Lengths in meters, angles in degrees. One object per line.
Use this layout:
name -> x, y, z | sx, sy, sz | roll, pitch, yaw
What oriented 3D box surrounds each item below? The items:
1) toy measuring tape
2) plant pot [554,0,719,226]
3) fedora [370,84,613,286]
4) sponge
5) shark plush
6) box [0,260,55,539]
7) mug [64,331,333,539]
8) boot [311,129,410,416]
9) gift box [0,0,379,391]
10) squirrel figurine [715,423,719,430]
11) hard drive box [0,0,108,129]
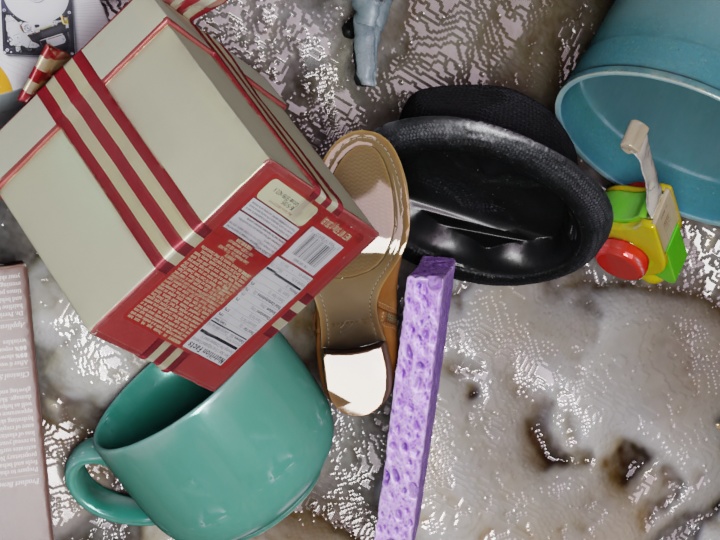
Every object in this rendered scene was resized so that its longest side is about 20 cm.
toy measuring tape -> 0.193, -0.050, 1.617 | 0.073, 0.200, 0.074 | -9, 57, 13
plant pot -> 0.268, -0.163, 1.617 | 0.199, 0.200, 0.189 | 31, 69, -13
fedora -> 0.089, -0.074, 1.602 | 0.199, 0.201, 0.092 | 23, 53, -14
sponge -> 0.039, 0.094, 1.580 | 0.030, 0.112, 0.202 | 8, 100, 5
shark plush -> 0.007, -0.238, 1.592 | 0.090, 0.083, 0.202 | 21, 86, -14
box -> -0.274, 0.097, 1.537 | 0.099, 0.075, 0.202 | -5, 91, -15
mug -> -0.103, 0.121, 1.554 | 0.115, 0.184, 0.152 | 53, 57, -18
boot -> 0.000, 0.000, 1.559 | 0.076, 0.155, 0.202 | -5, 96, 1
gift box -> -0.110, -0.063, 1.428 | 0.200, 0.184, 0.187 | -41, 60, 4
squirrel figurine -> 0.379, 0.125, 1.678 | 0.198, 0.141, 0.189 | -5, 87, -17
hard drive box -> -0.271, -0.194, 1.483 | 0.155, 0.077, 0.201 | -19, 77, -24
